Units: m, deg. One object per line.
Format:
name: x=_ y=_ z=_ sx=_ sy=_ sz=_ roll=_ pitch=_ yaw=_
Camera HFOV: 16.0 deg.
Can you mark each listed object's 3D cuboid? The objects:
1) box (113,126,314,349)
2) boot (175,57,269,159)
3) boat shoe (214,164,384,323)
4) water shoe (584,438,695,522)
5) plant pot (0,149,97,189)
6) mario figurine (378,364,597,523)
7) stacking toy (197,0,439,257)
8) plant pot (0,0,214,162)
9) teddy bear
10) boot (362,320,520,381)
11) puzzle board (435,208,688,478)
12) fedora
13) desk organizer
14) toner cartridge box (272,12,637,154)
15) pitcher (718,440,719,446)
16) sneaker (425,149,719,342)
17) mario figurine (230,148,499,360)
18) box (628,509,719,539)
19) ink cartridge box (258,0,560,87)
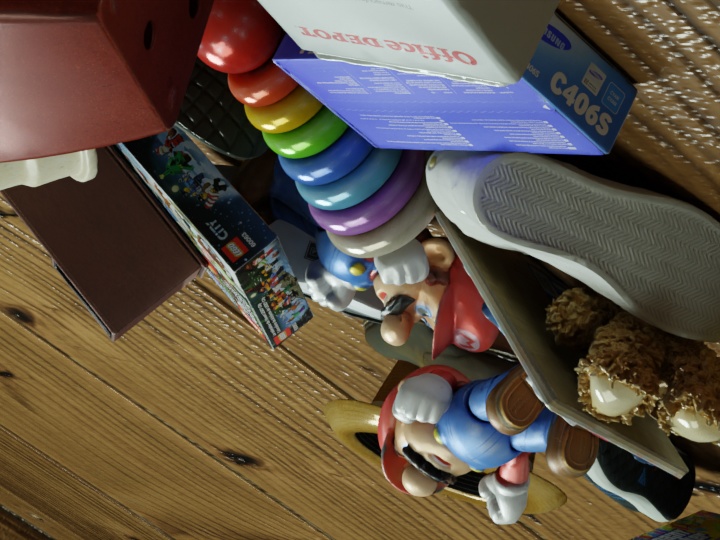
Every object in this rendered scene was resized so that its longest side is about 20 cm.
box: x=-0.115 y=-0.051 z=1.693 sx=0.200 sy=0.038 sz=0.137 roll=48 pitch=171 yaw=23
boot: x=-0.139 y=-0.135 z=1.595 sx=0.200 sy=0.068 sz=0.131 roll=36 pitch=168 yaw=-4
boat shoe: x=-0.041 y=-0.011 z=1.793 sx=0.200 sy=0.069 sz=0.057 roll=24 pitch=164 yaw=2
water shoe: x=0.174 y=0.129 z=1.866 sx=0.079 sy=0.072 sz=0.200 roll=14 pitch=159 yaw=35
plant pot: x=-0.284 y=-0.105 z=1.535 sx=0.200 sy=0.183 sz=0.200 roll=56 pitch=165 yaw=24
mario figurine: x=0.071 y=0.119 z=1.696 sx=0.200 sy=0.106 sz=0.124 roll=-16 pitch=95 yaw=62
stacking toy: x=-0.034 y=-0.094 z=1.513 sx=0.085 sy=0.085 sz=0.200 roll=9 pitch=152 yaw=46
plant pot: x=-0.176 y=-0.168 z=1.334 sx=0.176 sy=0.200 sz=0.200 roll=10 pitch=159 yaw=16
teddy bear: x=0.176 y=0.048 z=1.526 sx=0.145 sy=0.067 sz=0.200 roll=19 pitch=-166 yaw=15
boot: x=0.061 y=0.084 z=1.850 sx=0.075 sy=0.097 sz=0.200 roll=29 pitch=167 yaw=-40
puzzle board: x=0.123 y=0.049 z=1.582 sx=0.200 sy=0.017 sz=0.151 roll=30 pitch=-154 yaw=-56
fedora: x=0.074 y=0.120 z=1.980 sx=0.200 sy=0.082 sz=0.201 roll=20 pitch=164 yaw=6
desk organizer: x=-0.193 y=-0.054 z=1.698 sx=0.200 sy=0.077 sz=0.072 roll=52 pitch=172 yaw=0
toner cartridge box: x=0.048 y=-0.107 z=1.402 sx=0.095 sy=0.043 sz=0.200 roll=37 pitch=161 yaw=-34
pitcher: x=0.312 y=0.150 z=1.641 sx=0.172 sy=0.121 sz=0.200 roll=21 pitch=153 yaw=34
sneaker: x=0.133 y=-0.026 z=1.498 sx=0.200 sy=0.074 sz=0.116 roll=27 pitch=-179 yaw=-21
mario figurine: x=0.000 y=0.000 z=1.680 sx=0.200 sy=0.106 sz=0.123 roll=30 pitch=-160 yaw=16
box: x=0.289 y=0.265 z=1.842 sx=0.193 sy=0.122 sz=0.200 roll=12 pitch=-171 yaw=25
ink cartridge box: x=-0.009 y=-0.181 z=1.197 sx=0.146 sy=0.083 sz=0.200 roll=13 pitch=158 yaw=39
